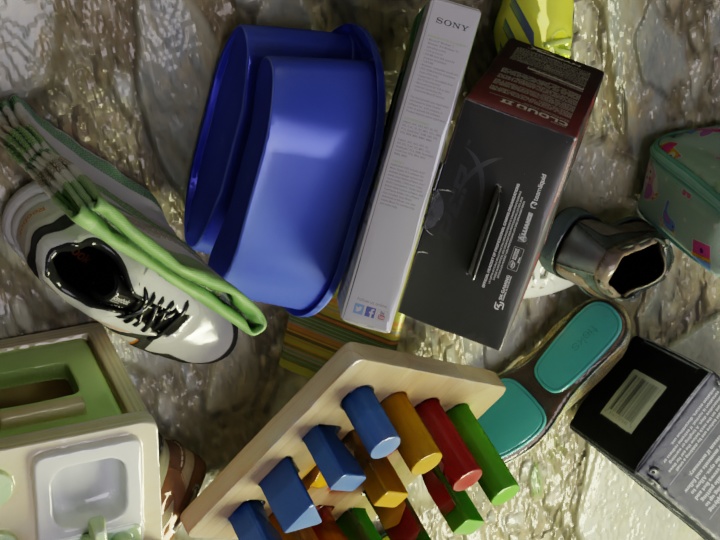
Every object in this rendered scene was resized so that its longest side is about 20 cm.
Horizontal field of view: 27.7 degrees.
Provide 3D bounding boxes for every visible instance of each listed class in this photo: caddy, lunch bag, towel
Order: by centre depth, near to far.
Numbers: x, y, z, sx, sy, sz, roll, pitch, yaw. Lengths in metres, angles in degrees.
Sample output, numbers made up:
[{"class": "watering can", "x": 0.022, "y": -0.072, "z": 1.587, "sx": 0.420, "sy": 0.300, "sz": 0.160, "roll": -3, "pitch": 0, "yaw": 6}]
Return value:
[{"class": "towel", "x": -0.145, "y": -0.038, "z": 0.898, "sx": 0.149, "sy": 0.200, "sz": 0.031, "roll": 35, "pitch": 92, "yaw": -36}, {"class": "caddy", "x": -0.043, "y": -0.068, "z": 0.970, "sx": 0.104, "sy": 0.142, "sz": 0.202, "roll": 7, "pitch": 114, "yaw": -24}, {"class": "towel", "x": 0.000, "y": 0.000, "z": 1.065, "sx": 0.085, "sy": 0.018, "sz": 0.202, "roll": 20, "pitch": 119, "yaw": 9}, {"class": "lunch bag", "x": 0.337, "y": -0.057, "z": 1.153, "sx": 0.198, "sy": 0.161, "sz": 0.078, "roll": -8, "pitch": 121, "yaw": -21}]

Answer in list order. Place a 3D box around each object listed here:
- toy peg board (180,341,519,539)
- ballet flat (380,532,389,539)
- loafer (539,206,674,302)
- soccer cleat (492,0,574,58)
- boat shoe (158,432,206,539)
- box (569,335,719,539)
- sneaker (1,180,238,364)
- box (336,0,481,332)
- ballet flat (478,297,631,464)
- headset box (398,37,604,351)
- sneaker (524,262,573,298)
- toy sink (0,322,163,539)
[{"class": "toy peg board", "x": 0.009, "y": 0.166, "z": 1.092, "sx": 0.200, "sy": 0.098, "sz": 0.198, "roll": -47, "pitch": 147, "yaw": 21}, {"class": "ballet flat", "x": -0.013, "y": 0.304, "z": 1.237, "sx": 0.199, "sy": 0.067, "sz": 0.067, "roll": -39, "pitch": 126, "yaw": -2}, {"class": "loafer", "x": 0.206, "y": -0.002, "z": 1.136, "sx": 0.199, "sy": 0.063, "sz": 0.072, "roll": 7, "pitch": 110, "yaw": -56}, {"class": "soccer cleat", "x": 0.132, "y": -0.124, "z": 1.060, "sx": 0.064, "sy": 0.084, "sz": 0.202, "roll": -8, "pitch": 120, "yaw": -23}, {"class": "boat shoe", "x": -0.179, "y": 0.215, "z": 1.101, "sx": 0.073, "sy": 0.076, "sz": 0.201, "roll": 22, "pitch": 106, "yaw": -37}, {"class": "box", "x": 0.298, "y": 0.166, "z": 1.226, "sx": 0.199, "sy": 0.148, "sz": 0.105, "roll": 39, "pitch": 89, "yaw": -17}, {"class": "sneaker", "x": -0.158, "y": 0.019, "z": 0.998, "sx": 0.199, "sy": 0.080, "sz": 0.074, "roll": 34, "pitch": 98, "yaw": -37}, {"class": "box", "x": 0.027, "y": -0.068, "z": 0.936, "sx": 0.036, "sy": 0.144, "sz": 0.202, "roll": 17, "pitch": 93, "yaw": -3}, {"class": "ballet flat", "x": 0.147, "y": 0.102, "z": 1.213, "sx": 0.200, "sy": 0.071, "sz": 0.071, "roll": -43, "pitch": 127, "yaw": 3}, {"class": "headset box", "x": 0.093, "y": -0.052, "z": 0.949, "sx": 0.074, "sy": 0.200, "sz": 0.150, "roll": 20, "pitch": 113, "yaw": 7}, {"class": "sneaker", "x": 0.108, "y": 0.001, "z": 1.119, "sx": 0.198, "sy": 0.085, "sz": 0.074, "roll": 0, "pitch": 115, "yaw": -28}, {"class": "toy sink", "x": -0.205, "y": 0.133, "z": 0.962, "sx": 0.129, "sy": 0.200, "sz": 0.113, "roll": -10, "pitch": 121, "yaw": -20}]
